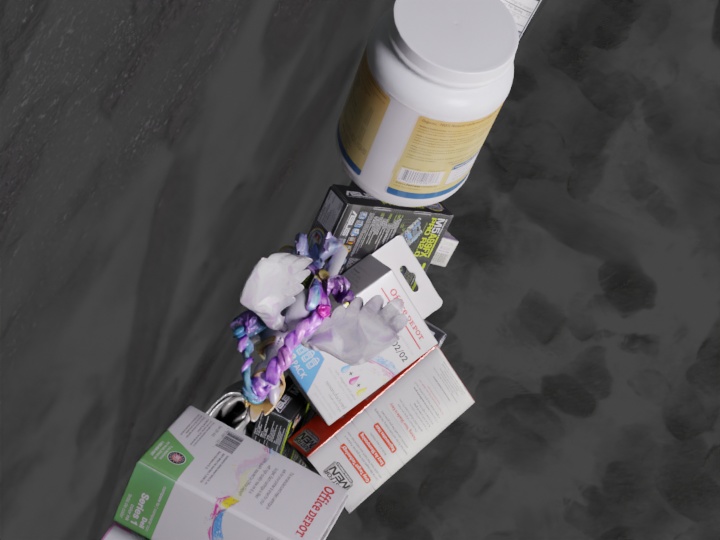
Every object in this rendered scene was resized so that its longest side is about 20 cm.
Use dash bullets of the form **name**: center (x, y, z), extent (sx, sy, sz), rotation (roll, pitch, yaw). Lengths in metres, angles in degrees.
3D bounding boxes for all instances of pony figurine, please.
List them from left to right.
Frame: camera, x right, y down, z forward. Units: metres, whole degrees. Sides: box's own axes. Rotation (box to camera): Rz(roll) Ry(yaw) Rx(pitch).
- **pony figurine**: center (-0.061, 0.045, 1.553), extent (0.193, 0.166, 0.200), rotation (-51, -163, 30)

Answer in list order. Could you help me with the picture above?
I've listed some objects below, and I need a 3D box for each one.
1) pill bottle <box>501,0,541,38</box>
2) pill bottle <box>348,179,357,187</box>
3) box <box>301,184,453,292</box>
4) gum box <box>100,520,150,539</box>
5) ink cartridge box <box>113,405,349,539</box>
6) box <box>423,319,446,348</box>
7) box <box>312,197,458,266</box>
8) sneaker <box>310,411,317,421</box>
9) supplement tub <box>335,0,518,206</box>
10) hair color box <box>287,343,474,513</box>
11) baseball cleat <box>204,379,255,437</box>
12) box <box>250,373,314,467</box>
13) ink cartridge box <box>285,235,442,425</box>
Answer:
- **pill bottle**: center (0.128, -0.291, 1.584), extent (0.200, 0.120, 0.120), rotation (-62, 175, 14)
- **pill bottle**: center (0.068, -0.142, 1.884), extent (0.200, 0.113, 0.113), rotation (-62, 175, 11)
- **box**: center (0.000, 0.000, 1.764), extent (0.160, 0.044, 0.200), rotation (3, 122, -38)
- **gum box**: center (-0.192, 0.343, 1.560), extent (0.066, 0.200, 0.114), rotation (-54, 165, -47)
- **ink cartridge box**: center (-0.130, 0.242, 1.550), extent (0.084, 0.200, 0.145), rotation (-65, 174, 23)
- **box**: center (0.002, 0.100, 2.118), extent (0.132, 0.200, 0.115), rotation (-59, 177, -11)
- **box**: center (0.033, -0.045, 1.812), extent (0.200, 0.039, 0.041), rotation (12, 112, -41)
- **sneaker**: center (-0.025, 0.192, 1.850), extent (0.116, 0.078, 0.200), rotation (-57, 156, -7)
- **supplement tub**: center (0.064, -0.172, 1.462), extent (0.145, 0.145, 0.200), rotation (-57, 175, -37)
- **hair color box**: center (0.025, 0.175, 1.750), extent (0.200, 0.102, 0.061), rotation (-40, -151, -12)
- **baseball cleat**: center (-0.140, 0.169, 1.759), extent (0.106, 0.070, 0.200), rotation (-53, -179, 34)
- **box**: center (-0.089, 0.202, 1.839), extent (0.193, 0.047, 0.200), rotation (-46, 159, -55)
- **ink cartridge box**: center (0.005, 0.065, 1.709), extent (0.200, 0.115, 0.068), rotation (-37, -154, -8)
